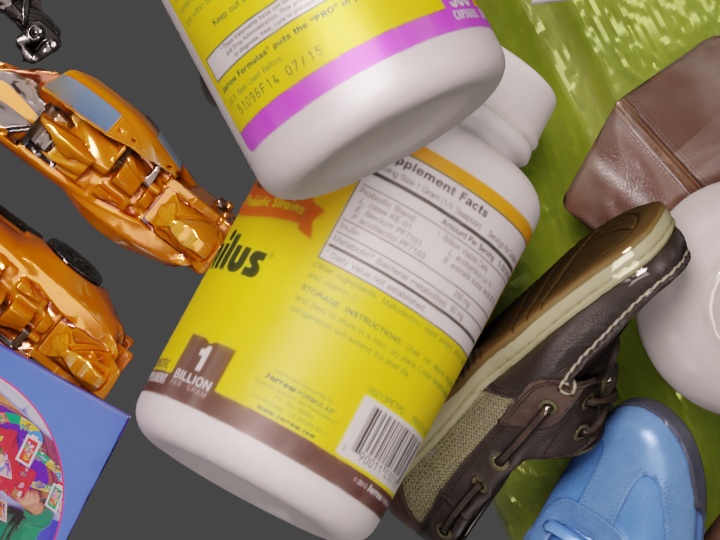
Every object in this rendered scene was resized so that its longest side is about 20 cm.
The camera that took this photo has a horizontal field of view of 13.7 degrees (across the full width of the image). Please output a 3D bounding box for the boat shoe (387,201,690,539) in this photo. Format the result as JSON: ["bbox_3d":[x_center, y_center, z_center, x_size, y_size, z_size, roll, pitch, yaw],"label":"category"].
[{"bbox_3d":[0.076,0.046,1.235,0.065,0.073,0.200,44,131,-2],"label":"boat shoe"}]

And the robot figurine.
[{"bbox_3d":[-0.156,-0.044,1.228,0.200,0.058,0.145,37,99,-13],"label":"robot figurine"}]

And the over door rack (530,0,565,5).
[{"bbox_3d":[0.148,-0.167,1.151,0.199,0.067,0.148,2,143,3],"label":"over door rack"}]

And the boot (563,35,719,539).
[{"bbox_3d":[0.142,0.024,1.264,0.200,0.064,0.186,43,88,-17],"label":"boot"}]

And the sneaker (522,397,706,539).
[{"bbox_3d":[0.083,0.146,1.266,0.066,0.078,0.201,39,122,28],"label":"sneaker"}]

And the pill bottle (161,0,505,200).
[{"bbox_3d":[-0.034,-0.135,1.122,0.104,0.104,0.200,-29,82,6],"label":"pill bottle"}]

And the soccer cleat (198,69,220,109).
[{"bbox_3d":[0.009,-0.138,1.210,0.073,0.068,0.200,23,112,-36],"label":"soccer cleat"}]

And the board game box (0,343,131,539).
[{"bbox_3d":[-0.209,0.070,1.180,0.200,0.045,0.135,31,78,-21],"label":"board game box"}]

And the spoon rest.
[{"bbox_3d":[0.209,0.028,1.227,0.199,0.061,0.100,19,95,3],"label":"spoon rest"}]

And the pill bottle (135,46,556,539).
[{"bbox_3d":[0.000,0.000,1.205,0.109,0.109,0.200,31,80,-12],"label":"pill bottle"}]
